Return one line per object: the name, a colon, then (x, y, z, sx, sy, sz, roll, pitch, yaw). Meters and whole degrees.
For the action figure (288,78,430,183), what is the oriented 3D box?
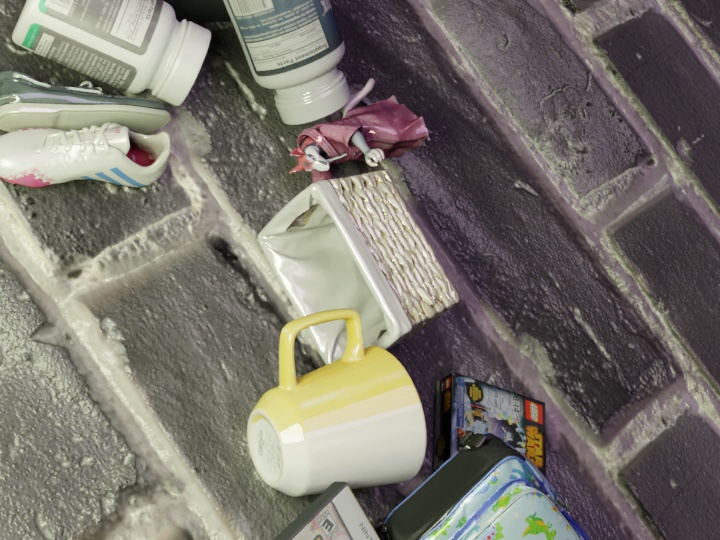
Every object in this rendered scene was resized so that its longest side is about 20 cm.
action figure: (-0.014, -0.164, 1.707, 0.200, 0.134, 0.149, -17, 73, -42)

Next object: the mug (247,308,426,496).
mug: (-0.041, 0.153, 1.506, 0.153, 0.149, 0.187, -13, 71, -29)

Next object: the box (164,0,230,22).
box: (-0.227, -0.377, 1.723, 0.200, 0.079, 0.141, -11, 69, -38)

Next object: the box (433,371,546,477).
box: (0.151, 0.230, 1.650, 0.137, 0.040, 0.200, 20, 55, -24)

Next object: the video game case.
video game case: (-0.040, 0.342, 1.413, 0.200, 0.025, 0.181, -40, 109, -35)

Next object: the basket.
basket: (0.000, 0.000, 1.623, 0.123, 0.136, 0.200, -20, 77, -44)

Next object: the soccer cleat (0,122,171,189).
soccer cleat: (-0.298, -0.132, 1.526, 0.200, 0.086, 0.070, 0, 64, -34)

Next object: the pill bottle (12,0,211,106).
pill bottle: (-0.278, -0.267, 1.594, 0.200, 0.113, 0.113, 23, 53, -17)

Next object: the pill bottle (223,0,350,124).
pill bottle: (-0.086, -0.283, 1.689, 0.120, 0.120, 0.200, -44, 122, -42)

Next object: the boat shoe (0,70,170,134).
boat shoe: (-0.305, -0.187, 1.564, 0.200, 0.073, 0.062, -1, 69, -29)

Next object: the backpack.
backpack: (0.150, 0.302, 1.503, 0.183, 0.147, 0.200, -44, 116, -3)
